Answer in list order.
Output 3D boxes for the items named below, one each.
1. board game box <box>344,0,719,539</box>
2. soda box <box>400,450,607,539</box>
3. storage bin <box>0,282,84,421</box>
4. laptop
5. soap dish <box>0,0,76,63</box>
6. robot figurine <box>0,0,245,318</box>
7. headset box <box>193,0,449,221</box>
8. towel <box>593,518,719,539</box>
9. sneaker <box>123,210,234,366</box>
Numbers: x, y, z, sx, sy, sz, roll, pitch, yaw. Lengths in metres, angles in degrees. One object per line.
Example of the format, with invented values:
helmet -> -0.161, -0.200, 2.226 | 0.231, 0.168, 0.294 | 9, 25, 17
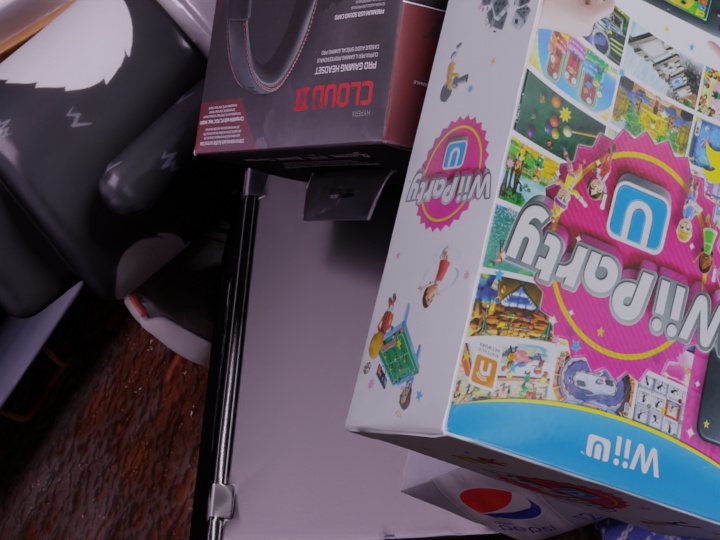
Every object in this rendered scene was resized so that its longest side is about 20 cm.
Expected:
board game box -> 0.089, -0.021, 0.800 | 0.064, 0.147, 0.202 | -3, 71, 56
soda box -> 0.075, -0.002, 0.896 | 0.068, 0.063, 0.201 | -29, 43, 57
storage bin -> -0.224, 0.008, 1.311 | 0.200, 0.145, 0.135 | -53, 8, 23
laptop -> -0.005, 0.046, 1.012 | 0.200, 0.115, 0.189 | 112, 165, -66
soap dish -> -0.142, -0.178, 1.280 | 0.157, 0.081, 0.201 | -22, 34, 49
robot figurine -> -0.110, -0.070, 1.090 | 0.200, 0.125, 0.150 | -39, 61, -5
headset box -> 0.009, -0.118, 0.915 | 0.148, 0.075, 0.202 | 3, 83, 58
towel -> 0.141, 0.063, 0.833 | 0.145, 0.024, 0.200 | -57, 32, 22
sneaker -> -0.083, -0.045, 1.173 | 0.082, 0.077, 0.201 | -39, 43, 29
